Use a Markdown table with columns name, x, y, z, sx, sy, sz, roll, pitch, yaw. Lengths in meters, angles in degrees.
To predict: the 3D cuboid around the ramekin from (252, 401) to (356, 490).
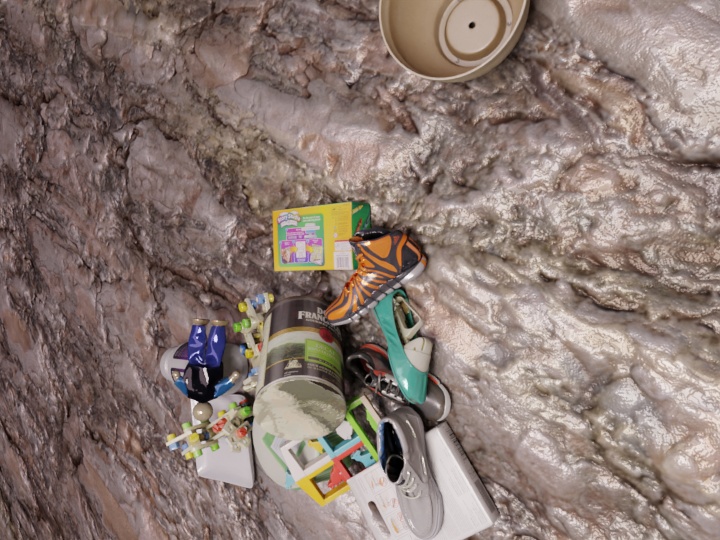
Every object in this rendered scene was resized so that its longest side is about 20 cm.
| name | x | y | z | sx | sy | sz | roll | pitch | yaw |
| --- | --- | --- | --- | --- | --- | --- | --- | --- | --- |
| ramekin | -0.113 | 0.311 | 0.984 | 0.200 | 0.098 | 0.200 | 1 | 92 | 37 |

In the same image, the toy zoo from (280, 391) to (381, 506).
| name | x | y | z | sx | sy | sz | roll | pitch | yaw |
| --- | --- | --- | --- | --- | --- | --- | --- | --- | --- |
| toy zoo | -0.043 | 0.314 | 0.886 | 0.200 | 0.020 | 0.131 | -33 | 99 | 1 |

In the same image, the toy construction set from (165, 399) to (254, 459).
| name | x | y | z | sx | sy | sz | roll | pitch | yaw |
| --- | --- | --- | --- | --- | --- | --- | --- | --- | --- |
| toy construction set | -0.289 | 0.325 | 1.060 | 0.200 | 0.131 | 0.092 | -20 | 80 | 34 |

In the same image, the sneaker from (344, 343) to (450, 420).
| name | x | y | z | sx | sy | sz | roll | pitch | yaw |
| --- | --- | --- | --- | --- | --- | --- | --- | --- | --- |
| sneaker | 0.052 | 0.194 | 0.863 | 0.200 | 0.082 | 0.077 | 24 | 106 | 34 |

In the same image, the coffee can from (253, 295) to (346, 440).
| name | x | y | z | sx | sy | sz | roll | pitch | yaw |
| --- | --- | --- | --- | --- | --- | --- | --- | --- | --- |
| coffee can | -0.100 | 0.161 | 0.882 | 0.146 | 0.146 | 0.200 | -51 | 25 | 27 |

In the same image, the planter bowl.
| name | x | y | z | sx | sy | sz | roll | pitch | yaw |
| --- | --- | --- | --- | --- | --- | --- | --- | --- | --- |
| planter bowl | 0.145 | -0.359 | 0.728 | 0.200 | 0.135 | 0.201 | 4 | 99 | 28 |

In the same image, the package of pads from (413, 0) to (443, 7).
| name | x | y | z | sx | sy | sz | roll | pitch | yaw |
| --- | --- | --- | --- | --- | --- | --- | --- | --- | --- |
| package of pads | 0.080 | -0.474 | 0.740 | 0.155 | 0.200 | 0.068 | -48 | 50 | 28 |

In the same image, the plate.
| name | x | y | z | sx | sy | sz | roll | pitch | yaw |
| --- | --- | --- | --- | --- | --- | --- | --- | --- | --- |
| plate | -0.309 | 0.376 | 1.179 | 0.200 | 0.032 | 0.200 | -8 | 88 | 37 |

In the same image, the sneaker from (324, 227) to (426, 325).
| name | x | y | z | sx | sy | sz | roll | pitch | yaw |
| --- | --- | --- | --- | --- | --- | --- | --- | --- | --- |
| sneaker | 0.000 | 0.000 | 0.856 | 0.200 | 0.078 | 0.112 | -38 | 113 | 11 |

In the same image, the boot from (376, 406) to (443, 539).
| name | x | y | z | sx | sy | sz | roll | pitch | yaw |
| --- | --- | --- | --- | --- | --- | --- | --- | --- | --- |
| boot | 0.066 | 0.312 | 0.780 | 0.073 | 0.096 | 0.200 | -18 | 78 | 26 |

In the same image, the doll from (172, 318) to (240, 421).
| name | x | y | z | sx | sy | sz | roll | pitch | yaw |
| --- | --- | --- | --- | --- | --- | --- | --- | --- | --- |
| doll | -0.304 | 0.199 | 1.032 | 0.136 | 0.048 | 0.200 | 5 | 84 | 3 |

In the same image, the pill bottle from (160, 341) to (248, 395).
| name | x | y | z | sx | sy | sz | roll | pitch | yaw |
| --- | --- | --- | --- | --- | --- | --- | --- | --- | --- |
| pill bottle | -0.355 | 0.214 | 1.157 | 0.200 | 0.111 | 0.112 | -3 | 90 | 37 |

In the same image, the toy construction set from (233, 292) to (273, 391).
| name | x | y | z | sx | sy | sz | roll | pitch | yaw |
| --- | --- | --- | --- | --- | --- | --- | --- | --- | --- |
| toy construction set | -0.197 | 0.156 | 1.030 | 0.131 | 0.092 | 0.200 | -50 | 43 | 48 |

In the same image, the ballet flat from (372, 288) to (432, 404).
| name | x | y | z | sx | sy | sz | roll | pitch | yaw |
| --- | --- | --- | --- | --- | --- | --- | --- | --- | --- |
| ballet flat | 0.075 | 0.110 | 0.831 | 0.070 | 0.067 | 0.200 | -41 | 50 | 28 |

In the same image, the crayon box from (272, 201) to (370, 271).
| name | x | y | z | sx | sy | sz | roll | pitch | yaw |
| --- | --- | --- | --- | --- | --- | --- | --- | --- | --- |
| crayon box | -0.075 | -0.059 | 0.965 | 0.200 | 0.058 | 0.119 | -1 | 91 | 37 |

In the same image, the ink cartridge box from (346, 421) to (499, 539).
| name | x | y | z | sx | sy | sz | roll | pitch | yaw |
| --- | --- | --- | --- | --- | --- | --- | --- | --- | --- |
| ink cartridge box | 0.096 | 0.365 | 0.840 | 0.200 | 0.050 | 0.161 | -38 | 70 | 23 |
